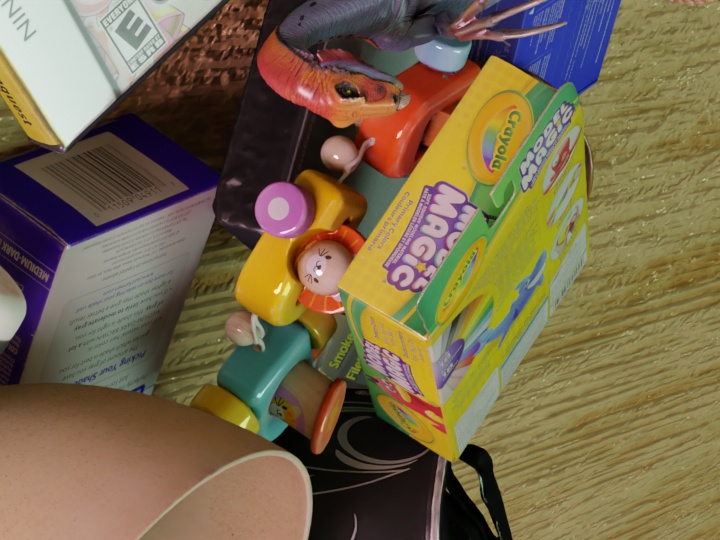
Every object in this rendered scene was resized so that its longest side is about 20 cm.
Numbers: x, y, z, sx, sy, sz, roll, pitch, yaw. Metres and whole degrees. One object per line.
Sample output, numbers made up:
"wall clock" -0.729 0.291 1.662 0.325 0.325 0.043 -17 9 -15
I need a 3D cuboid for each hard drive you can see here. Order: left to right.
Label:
"hard drive" -0.011 -0.065 1.283 0.200 0.033 0.140 41 63 -73

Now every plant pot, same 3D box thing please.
"plant pot" -0.132 0.122 1.117 0.200 0.134 0.201 -47 157 -27

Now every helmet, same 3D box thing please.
"helmet" -0.029 0.147 1.317 0.200 0.190 0.201 -8 90 -72

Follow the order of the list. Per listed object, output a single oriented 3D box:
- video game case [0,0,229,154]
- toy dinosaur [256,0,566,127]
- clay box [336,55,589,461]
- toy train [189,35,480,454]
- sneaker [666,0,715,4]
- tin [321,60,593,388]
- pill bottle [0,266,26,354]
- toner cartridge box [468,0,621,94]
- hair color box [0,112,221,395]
"video game case" -0.080 -0.171 0.975 0.200 0.025 0.181 -45 127 -19
"toy dinosaur" 0.023 -0.106 1.151 0.181 0.105 0.200 -39 170 -24
"clay box" 0.045 -0.005 1.163 0.115 0.048 0.200 -56 164 -14
"toy train" 0.000 0.000 1.212 0.150 0.056 0.200 -32 149 -54
"sneaker" 0.123 -0.173 1.244 0.108 0.200 0.070 -30 126 -30
"tin" 0.038 -0.017 1.444 0.112 0.042 0.200 16 120 -27
"pill bottle" -0.219 0.062 1.038 0.200 0.111 0.111 -55 158 4
"toner cartridge box" 0.095 -0.156 1.424 0.095 0.043 0.200 -37 153 -37
"hair color box" -0.138 0.040 1.228 0.109 0.065 0.200 -25 142 -51
